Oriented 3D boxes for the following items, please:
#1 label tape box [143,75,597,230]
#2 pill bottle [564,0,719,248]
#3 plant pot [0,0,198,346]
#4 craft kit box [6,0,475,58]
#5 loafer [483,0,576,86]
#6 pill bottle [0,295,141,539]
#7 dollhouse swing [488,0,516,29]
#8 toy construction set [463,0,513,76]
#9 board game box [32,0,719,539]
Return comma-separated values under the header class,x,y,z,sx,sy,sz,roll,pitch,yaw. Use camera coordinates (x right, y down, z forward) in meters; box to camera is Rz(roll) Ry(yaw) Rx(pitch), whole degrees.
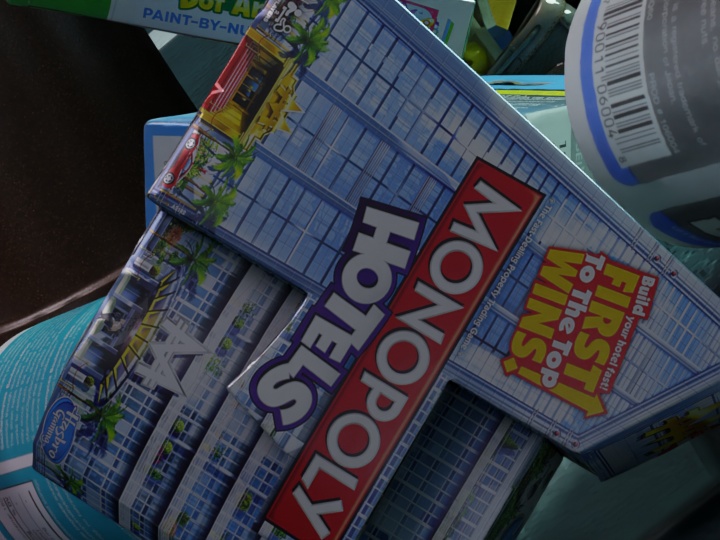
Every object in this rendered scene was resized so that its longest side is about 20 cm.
class,x,y,z,sx,sy,sz,roll,pitch,yaw
label tape box,0.025,-0.042,0.851,0.143,0.064,0.200,3,11,30
pill bottle,0.168,-0.076,0.664,0.114,0.114,0.200,-50,20,-28
plant pot,-0.159,-0.055,0.995,0.199,0.199,0.200,-24,18,8
craft kit box,-0.053,-0.162,0.937,0.200,0.196,0.049,-95,13,-58
loafer,0.035,-0.055,0.981,0.200,0.063,0.072,-38,17,14
pill bottle,-0.086,0.064,0.805,0.199,0.111,0.111,-19,28,51
dollhouse swing,0.126,-0.192,1.171,0.180,0.177,0.200,-1,12,-11
toy construction set,0.016,-0.108,1.076,0.092,0.132,0.200,-33,2,-44
board game box,0.021,0.027,0.650,0.201,0.199,0.062,-59,-18,-4
